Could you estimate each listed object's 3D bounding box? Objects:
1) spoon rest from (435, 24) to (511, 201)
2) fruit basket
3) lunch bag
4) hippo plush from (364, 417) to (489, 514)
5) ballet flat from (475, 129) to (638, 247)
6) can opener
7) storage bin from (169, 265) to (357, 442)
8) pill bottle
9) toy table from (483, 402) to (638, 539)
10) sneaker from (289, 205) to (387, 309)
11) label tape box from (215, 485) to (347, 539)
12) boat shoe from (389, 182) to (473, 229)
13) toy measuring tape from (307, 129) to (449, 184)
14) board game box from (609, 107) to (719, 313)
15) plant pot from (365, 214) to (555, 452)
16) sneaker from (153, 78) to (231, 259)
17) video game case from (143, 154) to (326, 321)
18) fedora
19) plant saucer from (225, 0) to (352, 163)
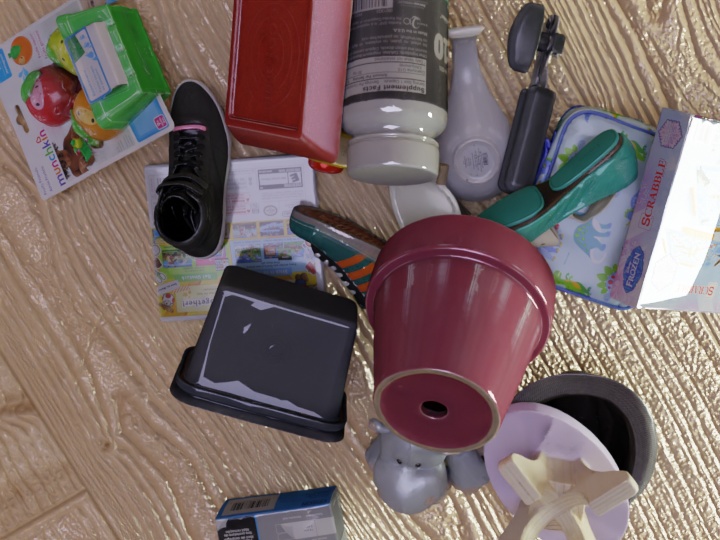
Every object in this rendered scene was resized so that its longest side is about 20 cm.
[{"bbox_3d":[0.123,-0.173,1.286,0.098,0.061,0.202,-5,113,5],"label":"spoon rest"},{"bbox_3d":[-0.319,-0.201,1.296,0.198,0.094,0.187,-23,88,18],"label":"fruit basket"},{"bbox_3d":[0.260,-0.071,1.271,0.159,0.082,0.202,18,102,1],"label":"lunch bag"},{"bbox_3d":[0.086,0.189,1.295,0.158,0.161,0.202,14,102,3],"label":"hippo plush"},{"bbox_3d":[0.203,-0.064,1.211,0.199,0.068,0.071,-34,116,15],"label":"ballet flat"},{"bbox_3d":[0.178,-0.182,1.257,0.066,0.053,0.202,10,92,-7],"label":"can opener"},{"bbox_3d":[-0.093,0.082,1.296,0.198,0.146,0.136,17,107,-5],"label":"storage bin"},{"bbox_3d":[0.034,-0.195,1.200,0.112,0.113,0.202,1,82,5],"label":"pill bottle"},{"bbox_3d":[0.209,0.244,1.229,0.200,0.117,0.184,39,111,-8],"label":"toy table"},{"bbox_3d":[0.000,0.000,1.310,0.199,0.071,0.080,28,105,-8],"label":"sneaker"},{"bbox_3d":[-0.082,0.369,1.394,0.142,0.066,0.202,-9,98,7],"label":"label tape box"},{"bbox_3d":[0.104,-0.034,1.304,0.072,0.060,0.202,-37,88,20],"label":"boat shoe"},{"bbox_3d":[0.003,-0.135,1.285,0.198,0.074,0.074,14,101,7],"label":"toy measuring tape"},{"bbox_3d":[0.364,-0.056,1.225,0.199,0.041,0.202,5,104,-38],"label":"board game box"},{"bbox_3d":[0.092,0.075,1.185,0.198,0.180,0.201,8,135,8],"label":"plant pot"},{"bbox_3d":[-0.185,-0.113,1.276,0.070,0.099,0.202,-2,91,8],"label":"sneaker"},{"bbox_3d":[-0.143,-0.037,1.348,0.198,0.023,0.184,-4,100,5],"label":"video game case"},{"bbox_3d":[0.241,0.185,1.314,0.175,0.090,0.202,-3,112,9],"label":"fedora"},{"bbox_3d":[-0.085,-0.224,1.230,0.036,0.199,0.202,-2,102,-37],"label":"plant saucer"}]
